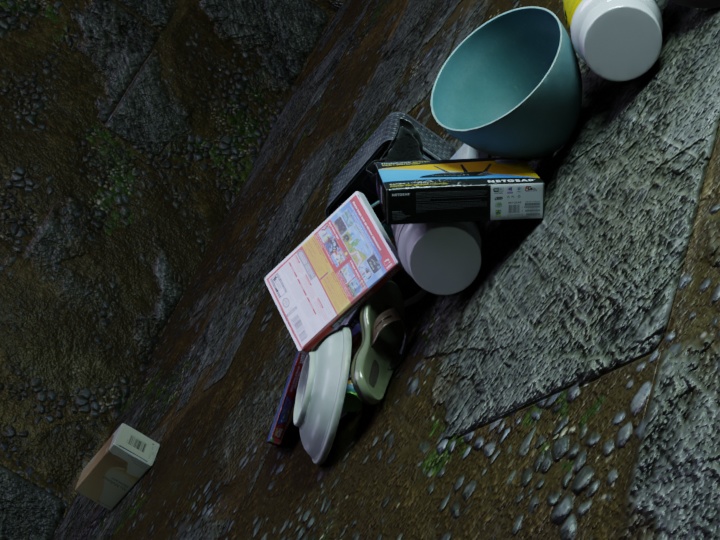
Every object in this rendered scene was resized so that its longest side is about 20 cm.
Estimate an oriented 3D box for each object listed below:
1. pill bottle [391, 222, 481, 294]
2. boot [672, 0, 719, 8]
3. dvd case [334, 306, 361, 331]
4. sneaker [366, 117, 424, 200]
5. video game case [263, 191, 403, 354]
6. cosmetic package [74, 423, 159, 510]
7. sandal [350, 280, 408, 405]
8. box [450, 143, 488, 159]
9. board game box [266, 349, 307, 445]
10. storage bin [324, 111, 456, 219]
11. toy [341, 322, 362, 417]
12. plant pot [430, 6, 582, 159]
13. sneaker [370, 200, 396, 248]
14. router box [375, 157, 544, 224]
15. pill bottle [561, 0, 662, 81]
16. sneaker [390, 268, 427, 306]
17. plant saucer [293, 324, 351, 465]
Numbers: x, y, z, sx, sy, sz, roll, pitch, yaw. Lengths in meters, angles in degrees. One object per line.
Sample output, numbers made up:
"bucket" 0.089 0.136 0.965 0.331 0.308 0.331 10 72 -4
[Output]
"pill bottle" 0.103 -0.046 1.691 0.114 0.114 0.200 -53 15 14
"boot" 0.421 -0.403 1.514 0.200 0.186 0.064 -36 -39 -27
"dvd case" -0.028 0.096 1.954 0.200 0.025 0.150 -56 5 8
"sneaker" 0.046 -0.132 1.921 0.200 0.104 0.060 -48 17 31
"video game case" -0.041 0.003 1.764 0.200 0.017 0.143 -42 54 20
"cosmetic package" -0.550 0.445 2.811 0.200 0.105 0.071 -49 16 34
"sandal" 0.038 0.098 1.707 0.057 0.080 0.201 -25 37 33
"box" 0.116 -0.090 1.893 0.200 0.041 0.156 -48 17 34
"board game box" -0.106 0.178 1.970 0.103 0.019 0.201 134 155 -78
"storage bin" 0.049 -0.140 2.024 0.200 0.135 0.094 -48 17 32
"toy" -0.002 0.122 1.811 0.115 0.047 0.200 -45 19 36
"plant pot" 0.211 -0.224 1.629 0.200 0.135 0.200 -27 41 27
"sneaker" 0.032 -0.064 1.869 0.200 0.080 0.071 -41 22 53
"router box" 0.124 -0.105 1.606 0.149 0.199 0.051 -106 14 -71
"pill bottle" 0.317 -0.317 1.569 0.114 0.114 0.200 -50 15 25
"sneaker" 0.000 0.000 1.813 0.200 0.112 0.073 6 73 45
"plant saucer" -0.059 0.171 1.757 0.200 0.050 0.201 -168 90 -82
